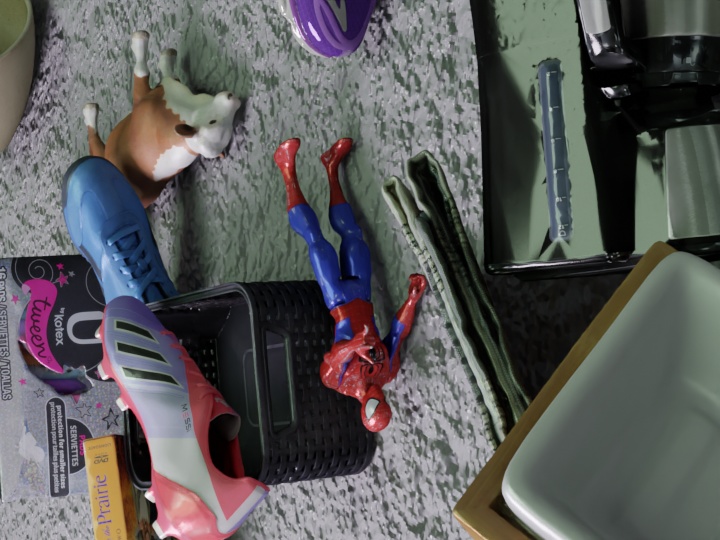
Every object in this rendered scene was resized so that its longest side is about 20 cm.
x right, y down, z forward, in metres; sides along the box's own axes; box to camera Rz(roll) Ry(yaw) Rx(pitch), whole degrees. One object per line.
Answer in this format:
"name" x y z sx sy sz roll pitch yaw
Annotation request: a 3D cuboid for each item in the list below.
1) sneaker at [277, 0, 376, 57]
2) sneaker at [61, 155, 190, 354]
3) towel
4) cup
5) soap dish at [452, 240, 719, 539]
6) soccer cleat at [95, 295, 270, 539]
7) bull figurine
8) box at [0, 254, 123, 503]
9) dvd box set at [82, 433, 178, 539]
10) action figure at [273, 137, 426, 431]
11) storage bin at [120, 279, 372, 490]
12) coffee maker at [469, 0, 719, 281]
"sneaker" 0.007 -0.226 0.824 0.083 0.080 0.202 38 120 39
"sneaker" -0.178 0.004 1.049 0.078 0.066 0.202 16 127 52
"towel" 0.066 0.055 0.686 0.200 0.034 0.194 62 -172 -67
"cup" -0.416 -0.189 1.321 0.201 0.199 0.144 52 156 38
"soap dish" 0.156 0.105 0.523 0.199 0.157 0.081 37 153 12
"soccer cleat" -0.118 0.089 0.870 0.076 0.067 0.201 -34 53 13
"bull figurine" -0.170 -0.116 1.073 0.200 0.065 0.123 -35 60 46
"box" -0.264 0.092 1.140 0.132 0.114 0.202 164 102 -71
"dvd box set" -0.169 0.234 1.033 0.029 0.146 0.202 -11 78 8
"action figure" 0.000 0.000 0.844 0.099 0.065 0.202 -37 61 57
"storage bin" -0.088 0.084 0.944 0.199 0.093 0.137 -13 80 52
"coffee maker" 0.109 -0.097 0.649 0.191 0.134 0.202 -5 88 57
